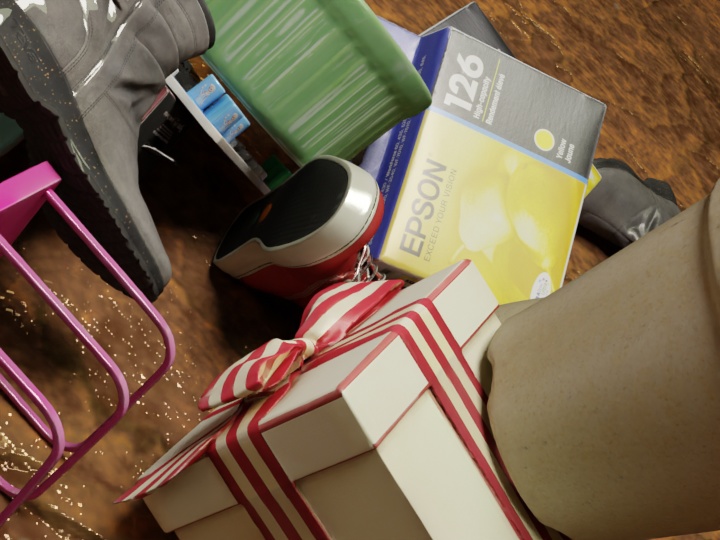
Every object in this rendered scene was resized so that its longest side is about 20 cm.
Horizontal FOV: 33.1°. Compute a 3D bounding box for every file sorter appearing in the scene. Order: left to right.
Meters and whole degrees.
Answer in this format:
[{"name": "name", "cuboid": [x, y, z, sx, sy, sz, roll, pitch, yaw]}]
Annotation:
[{"name": "file sorter", "cuboid": [-0.202, 0.066, 0.567, 0.126, 0.139, 0.200, 48, 36, 0]}]

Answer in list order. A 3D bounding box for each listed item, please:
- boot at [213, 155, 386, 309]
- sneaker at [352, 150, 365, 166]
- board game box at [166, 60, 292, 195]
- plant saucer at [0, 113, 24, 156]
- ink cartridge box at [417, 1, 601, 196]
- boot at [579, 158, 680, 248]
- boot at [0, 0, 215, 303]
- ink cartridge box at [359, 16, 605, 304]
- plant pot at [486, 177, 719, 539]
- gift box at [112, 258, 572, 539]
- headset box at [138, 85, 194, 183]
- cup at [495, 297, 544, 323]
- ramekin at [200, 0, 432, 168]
[{"name": "boot", "cuboid": [0.000, 0.000, 0.791, 0.144, 0.200, 0.073, 34, 71, -16]}, {"name": "sneaker", "cuboid": [0.005, -0.131, 1.016, 0.099, 0.078, 0.201, 25, 41, -31]}, {"name": "board game box", "cuboid": [-0.124, -0.142, 0.836, 0.200, 0.026, 0.200, 50, 0, 14]}, {"name": "plant saucer", "cuboid": [-0.252, -0.142, 0.658, 0.200, 0.200, 0.036, 41, -8, -5]}, {"name": "ink cartridge box", "cuboid": [0.100, -0.111, 1.004, 0.198, 0.047, 0.200, 54, 37, -6]}, {"name": "boot", "cuboid": [0.267, -0.031, 1.169, 0.199, 0.070, 0.132, 5, 55, -39]}, {"name": "boot", "cuboid": [-0.121, -0.092, 0.650, 0.132, 0.070, 0.201, -46, 130, -33]}, {"name": "ink cartridge box", "cuboid": [0.074, -0.077, 0.914, 0.199, 0.047, 0.199, 23, 72, -17]}, {"name": "plant pot", "cuboid": [0.173, 0.055, 0.623, 0.200, 0.183, 0.202, 31, 46, -39]}, {"name": "gift box", "cuboid": [-0.008, 0.118, 0.674, 0.187, 0.199, 0.185, 59, 31, -6]}, {"name": "headset box", "cuboid": [-0.192, -0.130, 0.761, 0.200, 0.077, 0.149, 42, -1, -1]}, {"name": "cup", "cuboid": [0.107, 0.102, 0.813, 0.142, 0.201, 0.201, 13, 41, -3]}, {"name": "ramekin", "cuboid": [-0.052, -0.157, 0.821, 0.200, 0.098, 0.200, 48, 3, -3]}]
